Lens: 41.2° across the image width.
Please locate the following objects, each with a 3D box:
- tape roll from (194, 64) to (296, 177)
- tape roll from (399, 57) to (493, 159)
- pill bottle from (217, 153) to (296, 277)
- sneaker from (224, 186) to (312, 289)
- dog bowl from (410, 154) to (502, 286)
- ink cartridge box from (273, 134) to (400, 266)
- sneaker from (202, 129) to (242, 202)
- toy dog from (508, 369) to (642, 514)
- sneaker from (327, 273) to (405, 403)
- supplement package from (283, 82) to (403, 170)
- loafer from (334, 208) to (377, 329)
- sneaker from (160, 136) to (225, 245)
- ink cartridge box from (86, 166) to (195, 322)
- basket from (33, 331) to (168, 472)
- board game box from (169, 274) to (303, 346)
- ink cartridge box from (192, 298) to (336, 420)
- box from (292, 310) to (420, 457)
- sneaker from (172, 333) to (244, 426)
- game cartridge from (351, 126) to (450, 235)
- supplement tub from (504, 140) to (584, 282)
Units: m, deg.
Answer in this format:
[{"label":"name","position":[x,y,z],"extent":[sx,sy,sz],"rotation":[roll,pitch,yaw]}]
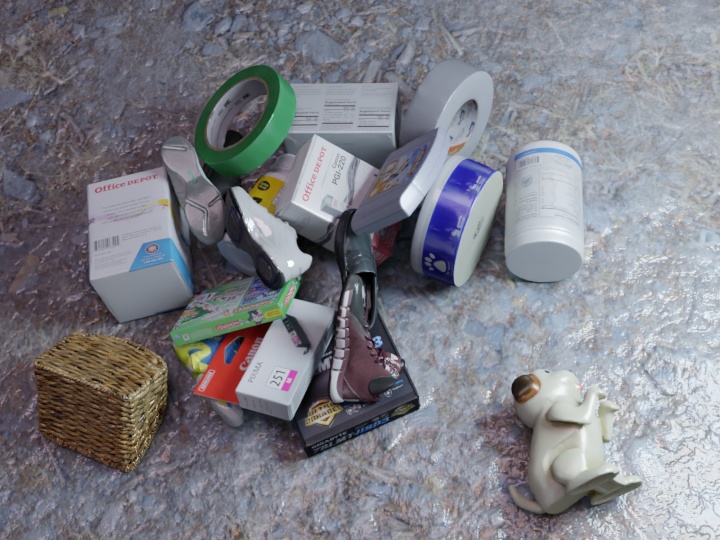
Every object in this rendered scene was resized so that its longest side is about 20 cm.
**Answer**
[{"label":"tape roll","position":[-0.203,-0.262,1.674],"extent":[0.198,0.048,0.203],"rotation":[-22,51,30]},{"label":"tape roll","position":[0.151,-0.262,1.665],"extent":[0.066,0.201,0.201],"rotation":[30,68,26]},{"label":"pill bottle","position":[-0.153,-0.096,1.667],"extent":[0.113,0.115,0.202],"rotation":[21,64,21]},{"label":"sneaker","position":[-0.155,-0.058,1.557],"extent":[0.086,0.075,0.201],"rotation":[-20,65,-35]},{"label":"dog bowl","position":[0.158,-0.079,1.554],"extent":[0.078,0.201,0.202],"rotation":[21,64,19]},{"label":"ink cartridge box","position":[-0.030,-0.114,1.618],"extent":[0.198,0.085,0.148],"rotation":[26,61,-16]},{"label":"sneaker","position":[-0.253,-0.174,1.763],"extent":[0.090,0.076,0.202],"rotation":[27,54,-6]},{"label":"toy dog","position":[0.293,0.239,1.395],"extent":[0.193,0.138,0.203],"rotation":[-36,53,31]},{"label":"sneaker","position":[0.015,0.107,1.451],"extent":[0.113,0.204,0.076],"rotation":[7,16,-1]},{"label":"supplement package","position":[-0.025,-0.242,1.708],"extent":[0.196,0.156,0.113],"rotation":[2,61,11]},{"label":"loafer","position":[0.000,0.000,1.517],"extent":[0.067,0.070,0.205],"rotation":[3,80,-29]},{"label":"sneaker","position":[-0.279,-0.129,1.635],"extent":[0.069,0.080,0.203],"rotation":[-21,72,-11]},{"label":"ink cartridge box","position":[-0.377,-0.045,1.654],"extent":[0.144,0.147,0.203],"rotation":[-13,57,1]},{"label":"basket","position":[-0.414,0.205,1.561],"extent":[0.197,0.151,0.143],"rotation":[16,29,18]},{"label":"board game box","position":[-0.200,0.056,1.560],"extent":[0.197,0.029,0.135],"rotation":[-15,24,19]},{"label":"ink cartridge box","position":[-0.148,0.125,1.500],"extent":[0.171,0.044,0.201],"rotation":[12,48,17]},{"label":"box","position":[-0.031,0.167,1.528],"extent":[0.197,0.050,0.200],"rotation":[-22,59,-5]},{"label":"sneaker","position":[-0.222,0.154,1.550],"extent":[0.104,0.076,0.200],"rotation":[-35,59,-13]},{"label":"game cartridge","position":[0.070,-0.145,1.517],"extent":[0.132,0.042,0.201],"rotation":[-28,25,45]},{"label":"supplement tub","position":[0.302,-0.099,1.582],"extent":[0.129,0.133,0.203],"rotation":[1,60,10]}]
